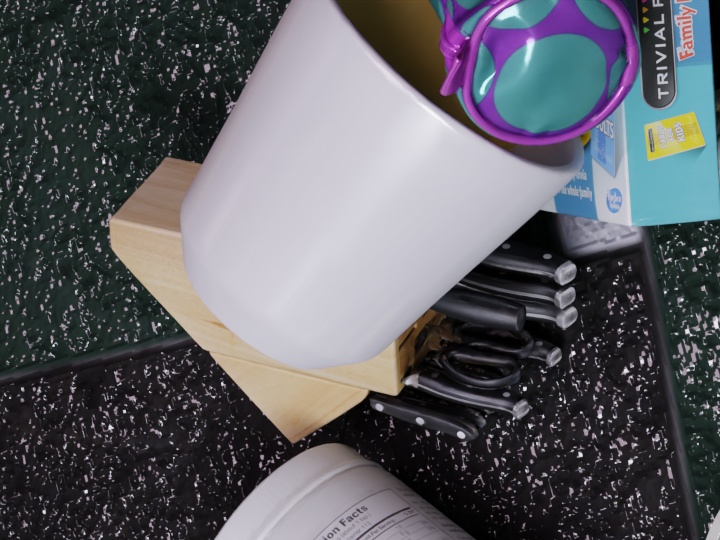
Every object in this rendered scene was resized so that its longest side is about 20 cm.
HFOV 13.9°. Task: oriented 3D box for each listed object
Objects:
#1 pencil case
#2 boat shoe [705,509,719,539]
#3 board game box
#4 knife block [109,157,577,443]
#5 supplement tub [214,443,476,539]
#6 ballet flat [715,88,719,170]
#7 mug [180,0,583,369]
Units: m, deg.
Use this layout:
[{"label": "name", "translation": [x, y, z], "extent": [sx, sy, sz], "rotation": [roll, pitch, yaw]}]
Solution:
[{"label": "pencil case", "translation": [0.053, -0.144, 1.293], "extent": [0.200, 0.092, 0.085], "rotation": [-114, 33, -47]}, {"label": "boat shoe", "translation": [0.178, 0.162, 1.330], "extent": [0.202, 0.072, 0.060], "rotation": [-55, 28, -5]}, {"label": "board game box", "translation": [0.113, -0.125, 1.349], "extent": [0.151, 0.047, 0.201], "rotation": [-164, 69, -76]}, {"label": "knife block", "translation": [0.000, 0.000, 1.433], "extent": [0.200, 0.064, 0.175], "rotation": [47, 131, -8]}, {"label": "supplement tub", "translation": [0.028, 0.190, 1.420], "extent": [0.200, 0.132, 0.132], "rotation": [36, 108, 27]}, {"label": "ballet flat", "translation": [0.222, -0.013, 1.337], "extent": [0.200, 0.071, 0.071], "rotation": [46, 112, 23]}, {"label": "mug", "translation": [0.005, -0.040, 1.338], "extent": [0.149, 0.186, 0.153], "rotation": [45, 111, 17]}]
